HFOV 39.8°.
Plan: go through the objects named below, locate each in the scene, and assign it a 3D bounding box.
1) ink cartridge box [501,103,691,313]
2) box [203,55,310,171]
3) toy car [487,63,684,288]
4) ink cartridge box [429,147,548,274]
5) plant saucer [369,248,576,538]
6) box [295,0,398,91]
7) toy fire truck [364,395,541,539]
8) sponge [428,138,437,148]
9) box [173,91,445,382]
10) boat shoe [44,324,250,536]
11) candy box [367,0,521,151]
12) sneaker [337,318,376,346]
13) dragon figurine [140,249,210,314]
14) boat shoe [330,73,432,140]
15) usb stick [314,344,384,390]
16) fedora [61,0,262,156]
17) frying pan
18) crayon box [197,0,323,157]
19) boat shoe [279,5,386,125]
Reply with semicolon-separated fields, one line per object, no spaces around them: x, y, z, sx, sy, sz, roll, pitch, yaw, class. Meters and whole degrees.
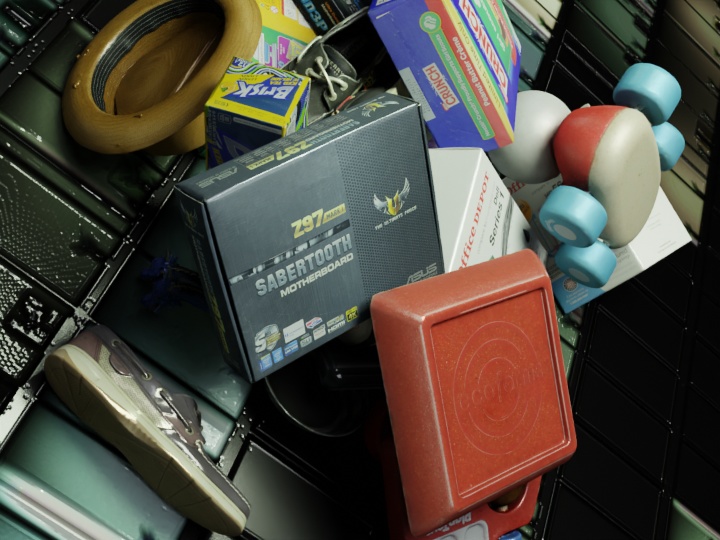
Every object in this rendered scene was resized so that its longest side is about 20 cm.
0.264;-0.078;1.170;0.125;0.128;0.201;-24;81;-44;ink cartridge box
-0.088;-0.077;0.837;0.069;0.201;0.065;16;51;6;box
0.202;-0.119;1.030;0.185;0.199;0.177;-56;149;-12;toy car
0.101;-0.004;0.957;0.200;0.084;0.147;46;53;-49;ink cartridge box
0.108;0.097;0.832;0.199;0.037;0.202;-15;97;-38;plant saucer
0.009;-0.288;1.061;0.159;0.046;0.201;-35;93;-44;box
0.098;0.194;0.918;0.199;0.112;0.170;-8;95;-40;toy fire truck
0.048;-0.187;1.090;0.199;0.030;0.112;35;46;4;sponge
-0.031;-0.028;0.767;0.199;0.051;0.159;-28;123;-27;box
-0.154;0.121;0.771;0.200;0.072;0.065;43;52;-3;boat shoe
0.090;-0.230;0.964;0.170;0.076;0.201;58;29;-30;candy box
0.000;0.000;0.959;0.080;0.073;0.201;52;33;-28;sneaker
-0.086;0.015;0.834;0.100;0.198;0.059;60;25;-55;dragon figurine
0.027;-0.150;0.957;0.201;0.063;0.074;-43;124;-59;boat shoe
0.057;0.085;0.887;0.198;0.055;0.033;1;107;-17;usb stick
-0.164;-0.167;0.883;0.082;0.199;0.202;58;31;-52;fedora
-0.057;0.068;0.901;0.114;0.031;0.191;2;54;-44;frying pan
-0.098;-0.196;0.996;0.118;0.058;0.202;15;58;-31;crayon box
-0.036;-0.183;0.931;0.071;0.064;0.200;43;65;-11;boat shoe
